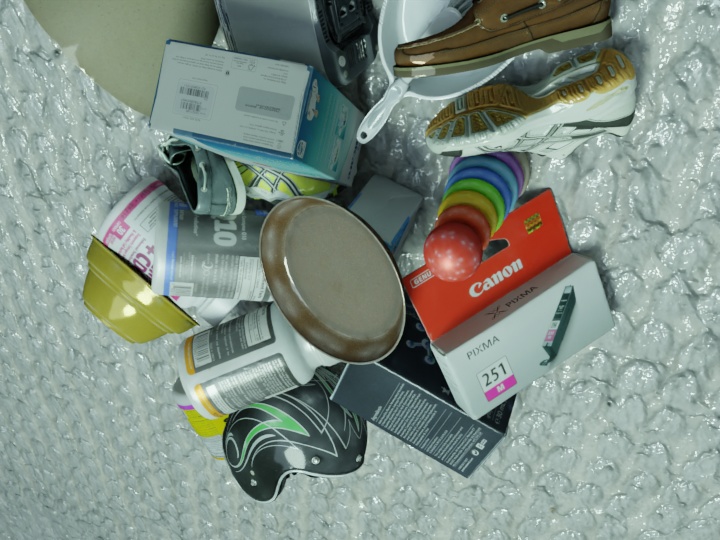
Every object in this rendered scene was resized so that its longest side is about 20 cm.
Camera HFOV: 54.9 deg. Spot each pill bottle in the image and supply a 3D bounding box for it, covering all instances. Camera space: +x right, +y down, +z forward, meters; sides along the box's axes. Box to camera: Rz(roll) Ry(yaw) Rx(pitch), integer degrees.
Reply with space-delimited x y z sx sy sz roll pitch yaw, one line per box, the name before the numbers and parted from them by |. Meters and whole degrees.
pill bottle | -0.218 0.247 1.141 0.104 0.104 0.201 -9 120 31
pill bottle | -0.243 -0.022 0.945 0.200 0.113 0.113 41 132 -7
pill bottle | -0.128 0.109 0.912 0.199 0.117 0.117 -21 116 5
pill bottle | -0.150 -0.021 0.853 0.199 0.114 0.114 4 133 -16

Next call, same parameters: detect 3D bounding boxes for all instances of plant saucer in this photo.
plant saucer | -0.028 0.009 0.754 0.200 0.032 0.201 20 126 30

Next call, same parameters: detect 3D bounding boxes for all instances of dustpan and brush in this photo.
dustpan and brush | 0.058 -0.206 0.692 0.139 0.057 0.200 39 132 -4

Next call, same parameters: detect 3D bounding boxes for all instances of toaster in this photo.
toaster | -0.066 -0.276 0.668 0.129 0.114 0.201 7 128 25

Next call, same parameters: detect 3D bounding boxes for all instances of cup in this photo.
cup | -0.220 -0.280 0.711 0.143 0.200 0.200 -36 105 14

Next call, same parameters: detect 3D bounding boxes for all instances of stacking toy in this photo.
stacking toy | 0.107 -0.058 0.684 0.085 0.200 0.086 14 129 17

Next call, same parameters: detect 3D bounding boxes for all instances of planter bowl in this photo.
planter bowl | -0.333 0.045 0.992 0.200 0.084 0.200 39 170 8

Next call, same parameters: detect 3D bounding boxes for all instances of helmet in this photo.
helmet | -0.089 0.226 1.004 0.200 0.200 0.191 43 116 -8

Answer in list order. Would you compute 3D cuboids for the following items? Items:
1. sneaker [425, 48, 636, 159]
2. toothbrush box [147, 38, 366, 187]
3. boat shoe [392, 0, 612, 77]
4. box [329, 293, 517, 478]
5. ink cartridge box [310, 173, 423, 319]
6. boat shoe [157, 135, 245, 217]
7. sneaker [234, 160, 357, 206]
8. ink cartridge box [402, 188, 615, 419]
sneaker | 0.164 -0.135 0.667 0.199 0.076 0.088 -12 140 22
toothbrush box | -0.091 -0.149 0.693 0.146 0.200 0.086 14 94 13
boat shoe | 0.121 -0.221 0.612 0.199 0.072 0.068 -15 115 -4
box | 0.089 0.132 0.870 0.199 0.149 0.107 28 132 4
ink cartridge box | 0.000 0.000 0.837 0.068 0.116 0.201 26 131 8
boat shoe | -0.203 -0.146 0.816 0.200 0.062 0.073 59 141 20
sneaker | -0.100 -0.125 0.824 0.199 0.075 0.077 4 126 23
ink cartridge box | 0.165 0.036 0.748 0.174 0.199 0.044 63 170 -24
